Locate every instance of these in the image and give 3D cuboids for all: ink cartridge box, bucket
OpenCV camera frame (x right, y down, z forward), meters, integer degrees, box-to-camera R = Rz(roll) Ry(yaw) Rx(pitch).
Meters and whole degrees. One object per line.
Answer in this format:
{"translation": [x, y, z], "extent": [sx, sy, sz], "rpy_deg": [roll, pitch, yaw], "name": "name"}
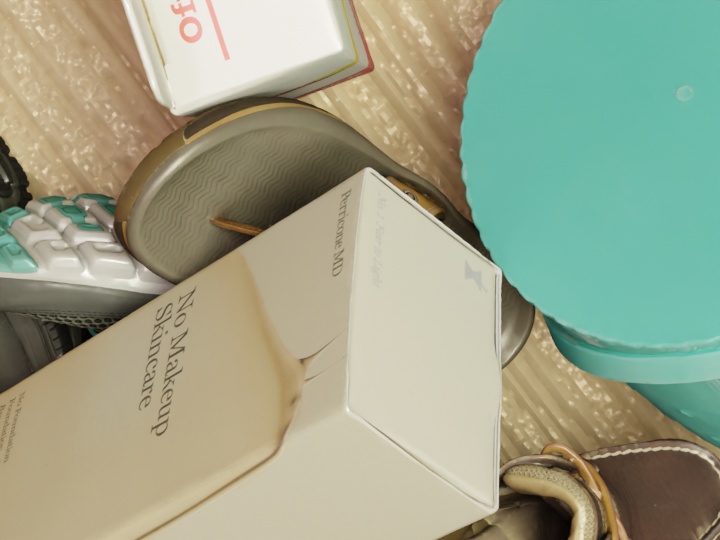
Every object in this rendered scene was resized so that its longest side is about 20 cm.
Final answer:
{"translation": [-0.048, -0.121, 0.717], "extent": [0.067, 0.200, 0.117], "rpy_deg": [-19, 93, 6], "name": "ink cartridge box"}
{"translation": [0.142, -0.039, 0.696], "extent": [0.206, 0.134, 0.209], "rpy_deg": [-12, 67, 31], "name": "bucket"}

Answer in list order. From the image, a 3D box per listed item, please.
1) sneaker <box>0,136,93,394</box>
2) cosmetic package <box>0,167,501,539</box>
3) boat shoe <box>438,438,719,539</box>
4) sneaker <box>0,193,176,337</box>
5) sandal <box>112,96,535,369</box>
{"translation": [-0.154, 0.026, 0.809], "extent": [0.090, 0.076, 0.201], "rpy_deg": [-33, 88, 18], "name": "sneaker"}
{"translation": [-0.048, 0.062, 0.667], "extent": [0.199, 0.104, 0.073], "rpy_deg": [-32, 128, 33], "name": "cosmetic package"}
{"translation": [0.065, 0.099, 0.676], "extent": [0.199, 0.072, 0.072], "rpy_deg": [-16, 65, -32], "name": "boat shoe"}
{"translation": [-0.064, 0.025, 0.767], "extent": [0.198, 0.078, 0.092], "rpy_deg": [6, 108, -23], "name": "sneaker"}
{"translation": [0.000, 0.000, 0.717], "extent": [0.199, 0.055, 0.082], "rpy_deg": [31, 98, -39], "name": "sandal"}
